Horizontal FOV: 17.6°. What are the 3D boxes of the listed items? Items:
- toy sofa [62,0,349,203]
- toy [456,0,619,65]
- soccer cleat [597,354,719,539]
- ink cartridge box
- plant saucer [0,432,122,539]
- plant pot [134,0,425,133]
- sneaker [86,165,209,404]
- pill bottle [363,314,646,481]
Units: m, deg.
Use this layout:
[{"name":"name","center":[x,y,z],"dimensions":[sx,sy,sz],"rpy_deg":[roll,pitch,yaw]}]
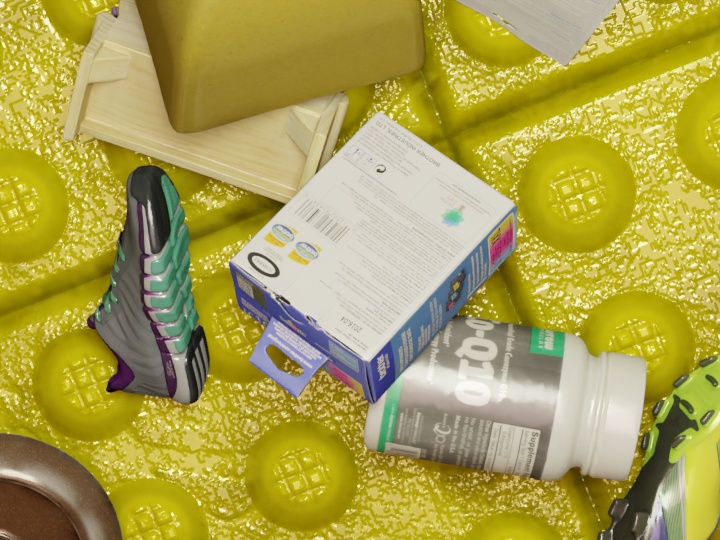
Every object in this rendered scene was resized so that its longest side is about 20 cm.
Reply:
[{"name":"toy sofa","center":[-0.114,-0.123,1.742],"dimensions":[0.200,0.098,0.083],"rpy_deg":[19,126,0]},{"name":"toy","center":[0.137,-0.227,1.661],"dimensions":[0.115,0.200,0.047],"rpy_deg":[31,71,-3]},{"name":"soccer cleat","center":[0.255,0.154,1.781],"dimensions":[0.084,0.065,0.200],"rpy_deg":[24,98,-31]},{"name":"ink cartridge box","center":[0.000,0.000,1.686],"dimensions":[0.136,0.076,0.200],"rpy_deg":[36,68,23]},{"name":"plant saucer","center":[-0.286,0.225,1.815],"dimensions":[0.200,0.032,0.201],"rpy_deg":[-1,107,-4]},{"name":"plant pot","center":[-0.065,-0.235,1.605],"dimensions":[0.194,0.200,0.196],"rpy_deg":[-16,78,-7]},{"name":"sneaker","center":[-0.173,0.015,1.749],"dimensions":[0.087,0.074,0.200],"rpy_deg":[0,119,13]},{"name":"pill bottle","center":[0.108,0.096,1.743],"dimensions":[0.200,0.113,0.113],"rpy_deg":[9,101,1]}]
